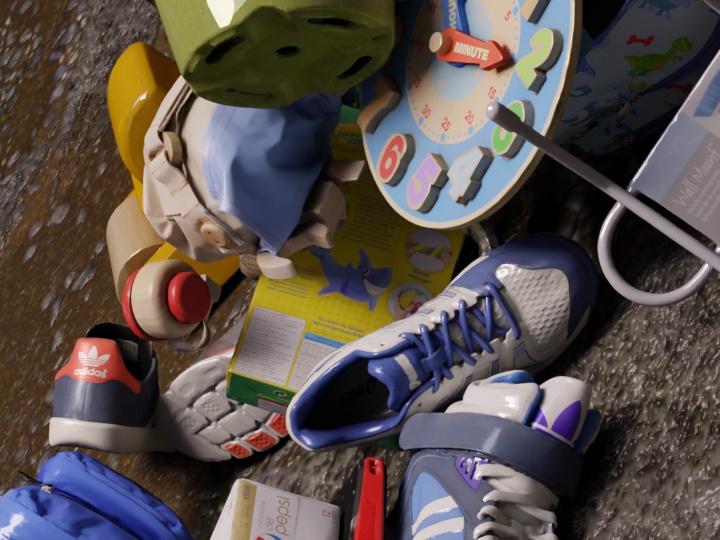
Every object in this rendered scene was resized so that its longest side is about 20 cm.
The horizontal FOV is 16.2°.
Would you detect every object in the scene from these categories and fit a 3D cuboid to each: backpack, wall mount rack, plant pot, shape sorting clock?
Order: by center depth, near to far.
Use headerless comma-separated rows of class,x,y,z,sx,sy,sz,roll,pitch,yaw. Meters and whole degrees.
wall mount rack,0.171,-0.084,1.320,0.200,0.174,0.075,-56,-4,4
shape sorting clock,0.056,-0.122,1.403,0.200,0.039,0.200,-24,60,48
plant pot,-0.057,-0.201,1.443,0.200,0.200,0.190,-30,61,42
backpack,0.140,-0.171,1.470,0.200,0.147,0.183,-26,55,48
backpack,-0.190,0.198,1.563,0.168,0.162,0.200,-62,5,-11

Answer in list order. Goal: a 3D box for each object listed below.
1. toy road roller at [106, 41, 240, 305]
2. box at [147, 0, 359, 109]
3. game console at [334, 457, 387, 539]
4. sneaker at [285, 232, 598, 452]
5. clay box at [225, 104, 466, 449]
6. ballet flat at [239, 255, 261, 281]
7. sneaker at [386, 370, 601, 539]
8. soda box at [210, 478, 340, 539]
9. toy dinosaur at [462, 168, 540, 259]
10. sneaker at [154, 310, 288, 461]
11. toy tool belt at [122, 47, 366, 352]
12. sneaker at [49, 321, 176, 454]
toy road roller,-0.138,-0.074,1.835,0.200,0.146,0.123,-48,29,17
box,-0.038,-0.135,1.676,0.038,0.200,0.137,-57,27,-8
game console,-0.026,0.227,1.408,0.177,0.031,0.200,-82,14,-45
sneaker,0.047,0.051,1.436,0.200,0.075,0.088,-34,0,20
clay box,0.000,0.000,1.569,0.048,0.115,0.200,100,-172,-64
ballet flat,-0.035,-0.040,1.710,0.067,0.046,0.200,-53,14,-27
sneaker,0.080,0.125,1.345,0.147,0.080,0.200,-58,21,9
soda box,-0.073,0.214,1.419,0.068,0.064,0.200,-86,17,-53
toy dinosaur,0.063,-0.073,1.537,0.047,0.200,0.088,-23,3,25
sneaker,-0.051,0.050,1.668,0.200,0.077,0.082,-38,16,21
toy tool belt,-0.063,-0.053,1.497,0.123,0.125,0.200,-6,56,40
sneaker,-0.161,0.079,1.715,0.200,0.075,0.085,46,-129,-86
